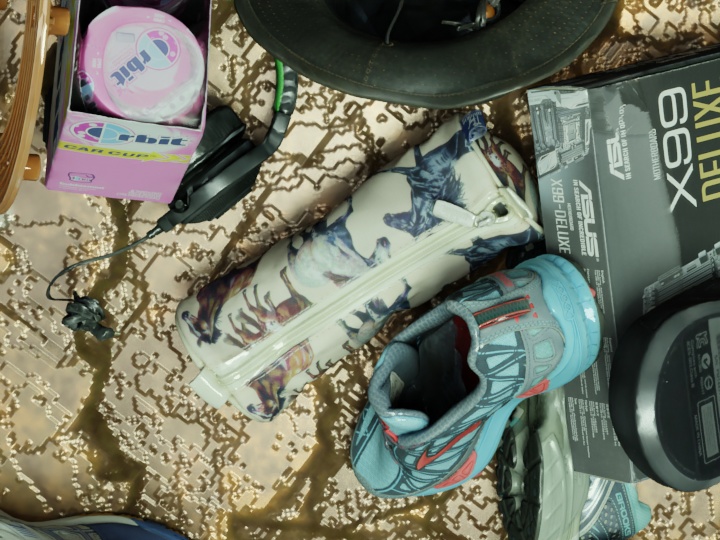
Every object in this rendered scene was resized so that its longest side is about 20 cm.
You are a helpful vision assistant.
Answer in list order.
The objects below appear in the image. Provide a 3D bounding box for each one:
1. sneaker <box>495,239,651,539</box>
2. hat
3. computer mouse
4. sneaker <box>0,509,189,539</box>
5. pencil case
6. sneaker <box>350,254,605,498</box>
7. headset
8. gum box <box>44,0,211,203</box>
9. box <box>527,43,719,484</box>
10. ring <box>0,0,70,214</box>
[{"bbox_3d":[0.122,0.050,1.273,0.086,0.078,0.201,0,102,-22],"label":"sneaker"},{"bbox_3d":[0.040,-0.137,1.216,0.199,0.081,0.202,-5,56,8],"label":"hat"},{"bbox_3d":[0.178,0.054,1.181,0.053,0.199,0.139,1,99,42],"label":"computer mouse"},{"bbox_3d":[-0.172,0.166,1.269,0.199,0.088,0.076,10,98,-5],"label":"sneaker"},{"bbox_3d":[0.000,0.000,1.236,0.200,0.089,0.078,-34,95,10],"label":"pencil case"},{"bbox_3d":[0.033,0.055,1.213,0.095,0.200,0.080,-11,64,-36],"label":"sneaker"},{"bbox_3d":[-0.107,-0.063,1.225,0.123,0.094,0.201,23,88,-5],"label":"headset"},{"bbox_3d":[-0.107,-0.146,1.162,0.066,0.114,0.201,6,73,-11],"label":"gum box"},{"bbox_3d":[0.169,-0.010,1.225,0.157,0.050,0.201,-14,103,-35],"label":"box"},{"bbox_3d":[-0.165,-0.127,1.162,0.019,0.200,0.202,4,101,-18],"label":"ring"}]
